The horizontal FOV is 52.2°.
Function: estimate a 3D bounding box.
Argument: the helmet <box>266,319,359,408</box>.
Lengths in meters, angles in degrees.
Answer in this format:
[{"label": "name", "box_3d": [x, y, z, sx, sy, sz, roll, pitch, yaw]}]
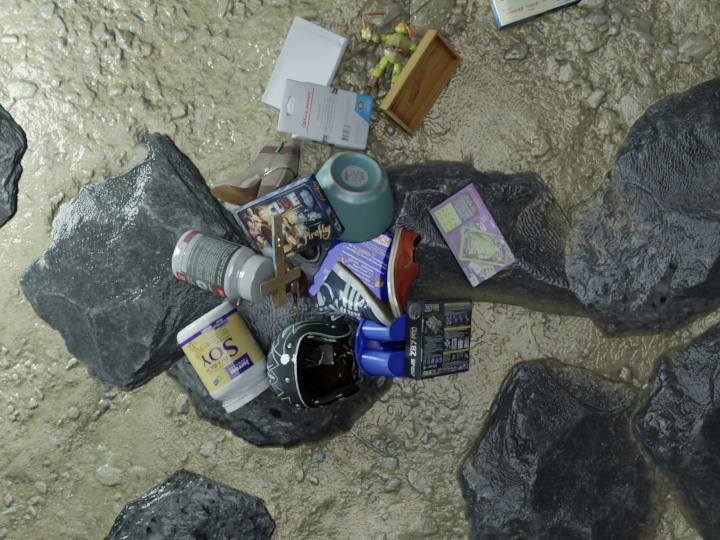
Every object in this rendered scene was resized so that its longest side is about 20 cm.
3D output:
[{"label": "helmet", "box_3d": [-0.105, 0.198, 1.558, 0.187, 0.200, 0.205, -9, 92, -10]}]

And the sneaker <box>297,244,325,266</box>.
[{"label": "sneaker", "box_3d": [-0.144, -0.099, 1.614, 0.073, 0.080, 0.201, -39, 90, 2]}]

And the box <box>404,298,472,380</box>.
[{"label": "box", "box_3d": [0.170, 0.143, 1.578, 0.048, 0.198, 0.165, 6, 94, 39]}]

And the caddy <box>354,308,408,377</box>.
[{"label": "caddy", "box_3d": [0.068, 0.155, 1.575, 0.104, 0.198, 0.145, 2, 90, 40]}]

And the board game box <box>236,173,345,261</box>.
[{"label": "board game box", "box_3d": [-0.147, -0.104, 1.527, 0.197, 0.035, 0.137, -19, 112, 31]}]

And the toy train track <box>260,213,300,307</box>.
[{"label": "toy train track", "box_3d": [-0.176, -0.022, 1.521, 0.032, 0.114, 0.204, 20, 122, 36]}]

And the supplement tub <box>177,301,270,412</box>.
[{"label": "supplement tub", "box_3d": [-0.288, 0.187, 1.584, 0.144, 0.145, 0.202, -32, 92, 0]}]

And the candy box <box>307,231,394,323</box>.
[{"label": "candy box", "box_3d": [0.000, 0.000, 1.620, 0.167, 0.077, 0.203, 28, 92, 0]}]

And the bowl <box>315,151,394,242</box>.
[{"label": "bowl", "box_3d": [-0.016, -0.173, 1.553, 0.196, 0.106, 0.204, 5, 54, -7]}]

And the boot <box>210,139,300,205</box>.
[{"label": "boot", "box_3d": [-0.222, -0.218, 1.608, 0.197, 0.070, 0.148, 9, 65, 27]}]

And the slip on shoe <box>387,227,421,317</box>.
[{"label": "slip on shoe", "box_3d": [0.091, 0.002, 1.520, 0.060, 0.074, 0.203, 3, 61, 13]}]

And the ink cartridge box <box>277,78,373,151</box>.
[{"label": "ink cartridge box", "box_3d": [-0.080, -0.336, 1.592, 0.196, 0.067, 0.118, 9, 93, -15]}]

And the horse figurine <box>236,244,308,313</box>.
[{"label": "horse figurine", "box_3d": [-0.195, 0.019, 1.617, 0.196, 0.050, 0.135, 6, 74, 15]}]

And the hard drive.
[{"label": "hard drive", "box_3d": [-0.123, -0.442, 1.631, 0.130, 0.026, 0.203, 23, 90, -2]}]

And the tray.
[{"label": "tray", "box_3d": [0.132, -0.411, 1.609, 0.098, 0.037, 0.202, 33, 91, -39]}]

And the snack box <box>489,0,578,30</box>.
[{"label": "snack box", "box_3d": [0.384, -0.625, 1.631, 0.196, 0.037, 0.118, -18, 92, -1]}]

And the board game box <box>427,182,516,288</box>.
[{"label": "board game box", "box_3d": [0.250, -0.078, 1.648, 0.119, 0.032, 0.202, -30, 93, 4]}]

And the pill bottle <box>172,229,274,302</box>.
[{"label": "pill bottle", "box_3d": [-0.291, -0.006, 1.566, 0.197, 0.114, 0.116, 18, 91, 20]}]

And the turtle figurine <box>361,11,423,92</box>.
[{"label": "turtle figurine", "box_3d": [0.084, -0.471, 1.613, 0.196, 0.064, 0.164, 15, 98, -14]}]

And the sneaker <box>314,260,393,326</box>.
[{"label": "sneaker", "box_3d": [-0.019, 0.079, 1.516, 0.109, 0.070, 0.200, -49, 51, 5]}]
